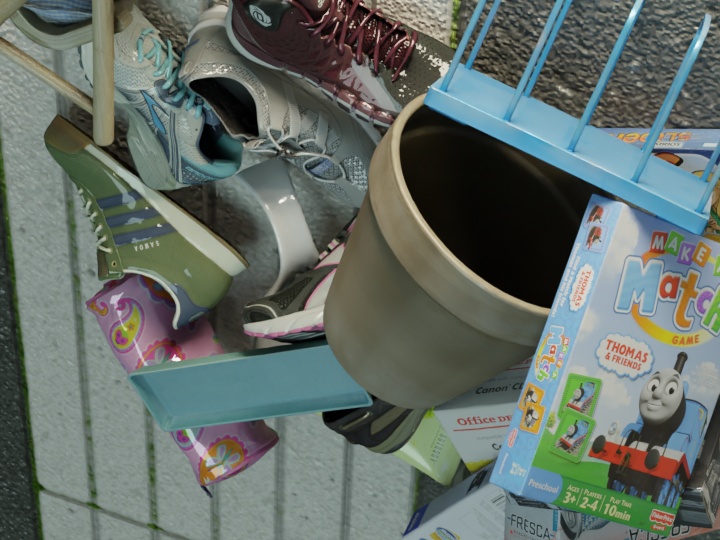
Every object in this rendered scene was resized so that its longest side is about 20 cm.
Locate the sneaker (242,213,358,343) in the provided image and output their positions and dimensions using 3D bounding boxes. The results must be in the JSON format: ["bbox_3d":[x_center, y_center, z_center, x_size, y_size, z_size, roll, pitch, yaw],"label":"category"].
[{"bbox_3d":[0.000,0.000,1.701,0.199,0.087,0.080,-17,165,18],"label":"sneaker"}]

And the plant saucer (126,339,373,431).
[{"bbox_3d":[-0.088,0.091,1.753,0.199,0.019,0.070,-10,129,26],"label":"plant saucer"}]

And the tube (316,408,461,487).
[{"bbox_3d":[0.000,0.108,1.851,0.199,0.052,0.058,24,138,7],"label":"tube"}]

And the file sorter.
[{"bbox_3d":[0.164,-0.131,1.453,0.199,0.139,0.123,25,104,4],"label":"file sorter"}]

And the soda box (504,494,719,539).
[{"bbox_3d":[0.204,0.176,1.690,0.063,0.199,0.069,13,106,49],"label":"soda box"}]

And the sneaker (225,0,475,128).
[{"bbox_3d":[-0.011,-0.168,1.549,0.199,0.076,0.116,19,162,11],"label":"sneaker"}]

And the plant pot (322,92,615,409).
[{"bbox_3d":[0.064,0.001,1.541,0.199,0.200,0.174,35,130,-6],"label":"plant pot"}]

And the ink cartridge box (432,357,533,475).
[{"bbox_3d":[0.140,0.130,1.782,0.116,0.068,0.201,-10,125,35],"label":"ink cartridge box"}]

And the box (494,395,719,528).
[{"bbox_3d":[0.205,0.090,1.609,0.157,0.201,0.050,4,139,26],"label":"box"}]

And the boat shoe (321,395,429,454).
[{"bbox_3d":[0.034,0.073,1.747,0.073,0.075,0.201,10,128,-30],"label":"boat shoe"}]

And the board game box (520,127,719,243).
[{"bbox_3d":[0.186,-0.039,1.604,0.199,0.034,0.136,2,121,28],"label":"board game box"}]

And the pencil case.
[{"bbox_3d":[-0.151,0.088,1.854,0.087,0.087,0.201,-27,97,43],"label":"pencil case"}]

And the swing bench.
[{"bbox_3d":[-0.155,-0.234,1.496,0.129,0.199,0.200,33,138,0],"label":"swing bench"}]

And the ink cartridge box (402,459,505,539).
[{"bbox_3d":[0.120,0.221,1.799,0.119,0.042,0.200,40,132,-12],"label":"ink cartridge box"}]

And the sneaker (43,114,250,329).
[{"bbox_3d":[-0.193,-0.033,1.775,0.200,0.090,0.067,38,-179,-3],"label":"sneaker"}]

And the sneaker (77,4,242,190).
[{"bbox_3d":[-0.147,-0.146,1.680,0.086,0.078,0.200,1,140,25],"label":"sneaker"}]

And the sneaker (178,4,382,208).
[{"bbox_3d":[-0.062,-0.106,1.655,0.200,0.082,0.075,39,138,-12],"label":"sneaker"}]

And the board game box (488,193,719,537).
[{"bbox_3d":[0.181,0.066,1.457,0.151,0.201,0.037,19,-179,-38],"label":"board game box"}]

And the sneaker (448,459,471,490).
[{"bbox_3d":[0.108,0.245,1.907,0.081,0.074,0.201,-8,124,32],"label":"sneaker"}]

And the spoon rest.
[{"bbox_3d":[-0.055,0.008,1.766,0.061,0.099,0.201,49,158,51],"label":"spoon rest"}]
